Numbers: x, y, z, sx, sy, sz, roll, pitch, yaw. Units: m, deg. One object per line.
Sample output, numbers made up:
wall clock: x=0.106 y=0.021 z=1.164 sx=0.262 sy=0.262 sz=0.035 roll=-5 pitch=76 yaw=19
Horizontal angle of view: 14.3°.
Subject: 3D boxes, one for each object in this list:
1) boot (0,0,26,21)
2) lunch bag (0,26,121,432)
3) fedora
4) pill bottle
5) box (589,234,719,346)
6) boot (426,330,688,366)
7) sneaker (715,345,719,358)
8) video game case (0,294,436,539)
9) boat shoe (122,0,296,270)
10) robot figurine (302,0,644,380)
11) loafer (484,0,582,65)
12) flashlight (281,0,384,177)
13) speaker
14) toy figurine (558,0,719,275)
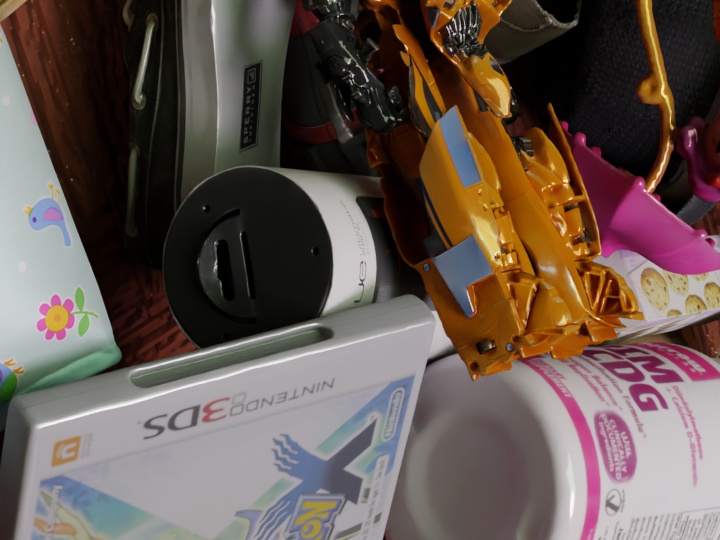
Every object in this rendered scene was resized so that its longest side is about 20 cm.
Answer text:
boot: x=-0.147 y=-0.214 z=1.133 sx=0.144 sy=0.071 sz=0.202 roll=33 pitch=80 yaw=-24
lunch bag: x=-0.207 y=0.002 z=1.024 sx=0.200 sy=0.122 sz=0.171 roll=-32 pitch=116 yaw=-32
fedora: x=0.144 y=-0.119 z=1.387 sx=0.091 sy=0.201 sz=0.201 roll=21 pitch=73 yaw=-12
pill bottle: x=0.110 y=0.090 z=1.282 sx=0.200 sy=0.113 sz=0.114 roll=-1 pitch=91 yaw=-48
box: x=0.147 y=0.008 z=1.381 sx=0.200 sy=0.039 sz=0.042 roll=-4 pitch=74 yaw=-65
boot: x=0.090 y=0.033 z=1.380 sx=0.200 sy=0.066 sz=0.176 roll=6 pitch=94 yaw=-47
sneaker: x=0.224 y=0.021 z=1.396 sx=0.088 sy=0.075 sz=0.201 roll=-19 pitch=133 yaw=-61
video game case: x=-0.065 y=0.111 z=1.119 sx=0.182 sy=0.022 sz=0.201 roll=-14 pitch=133 yaw=-33
boat shoe: x=-0.069 y=-0.094 z=1.184 sx=0.071 sy=0.063 sz=0.201 roll=-14 pitch=113 yaw=-58
robot figurine: x=0.043 y=-0.058 z=1.168 sx=0.145 sy=0.058 sz=0.201 roll=-8 pitch=75 yaw=-63
loafer: x=0.065 y=-0.196 z=1.339 sx=0.075 sy=0.069 sz=0.201 roll=-30 pitch=112 yaw=-42
flashlight: x=-0.036 y=-0.128 z=1.240 sx=0.068 sy=0.068 sz=0.200 roll=-38 pitch=118 yaw=-16
speaker: x=0.000 y=0.000 z=1.197 sx=0.200 sy=0.081 sz=0.082 roll=3 pitch=88 yaw=-62
toy figurine: x=0.157 y=-0.091 z=1.259 sx=0.150 sy=0.199 sz=0.185 roll=-48 pitch=138 yaw=-79
